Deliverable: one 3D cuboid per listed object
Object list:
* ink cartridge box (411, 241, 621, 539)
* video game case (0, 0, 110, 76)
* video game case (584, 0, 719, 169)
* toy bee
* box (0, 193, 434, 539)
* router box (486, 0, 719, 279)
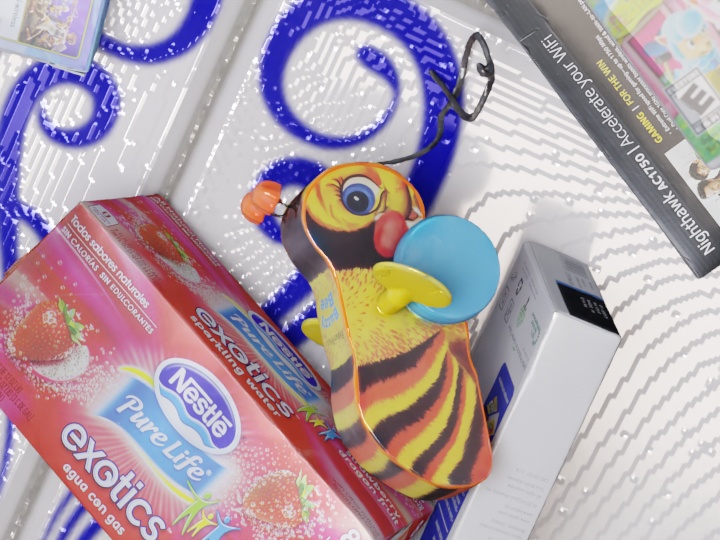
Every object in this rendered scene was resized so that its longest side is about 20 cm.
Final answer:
[{"bbox_3d":[0.056,0.094,1.370,0.039,0.100,0.201,22,106,-12],"label":"ink cartridge box"},{"bbox_3d":[-0.180,-0.207,1.321,0.180,0.045,0.201,16,106,-2],"label":"video game case"},{"bbox_3d":[0.176,-0.172,1.277,0.200,0.022,0.182,-36,100,11],"label":"video game case"},{"bbox_3d":[0.000,0.000,1.321,0.108,0.201,0.131,4,144,-16],"label":"toy bee"},{"bbox_3d":[-0.074,0.069,1.336,0.095,0.100,0.200,-44,81,15],"label":"box"},{"bbox_3d":[0.149,-0.120,1.333,0.149,0.051,0.200,-36,102,12],"label":"router box"}]
